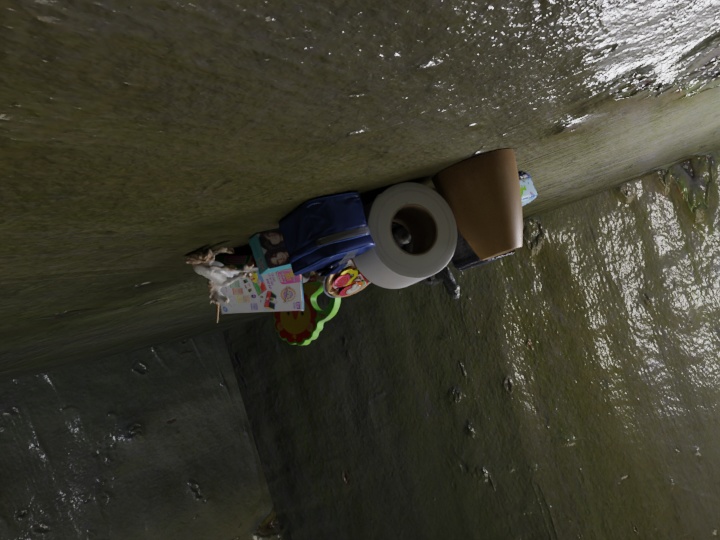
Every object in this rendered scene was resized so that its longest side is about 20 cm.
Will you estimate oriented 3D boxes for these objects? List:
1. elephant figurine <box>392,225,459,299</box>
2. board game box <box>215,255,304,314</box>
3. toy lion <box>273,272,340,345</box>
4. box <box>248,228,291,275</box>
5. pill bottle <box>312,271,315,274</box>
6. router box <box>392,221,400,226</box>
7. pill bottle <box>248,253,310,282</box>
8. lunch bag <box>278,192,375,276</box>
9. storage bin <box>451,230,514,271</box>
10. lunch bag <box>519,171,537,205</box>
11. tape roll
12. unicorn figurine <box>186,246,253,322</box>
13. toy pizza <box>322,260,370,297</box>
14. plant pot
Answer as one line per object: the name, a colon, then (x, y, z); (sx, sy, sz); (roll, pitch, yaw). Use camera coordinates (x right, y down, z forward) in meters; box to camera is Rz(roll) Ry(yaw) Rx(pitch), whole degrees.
elephant figurine: (0.147, -0.023, 1.633); (0.140, 0.202, 0.155); (-16, -171, 6)
board game box: (-0.232, 0.033, 1.555); (0.197, 0.041, 0.154); (-2, 134, -3)
toy lion: (-0.136, 0.090, 1.696); (0.198, 0.194, 0.068); (-9, 171, 31)
box: (-0.138, -0.055, 1.475); (0.198, 0.083, 0.049); (-16, 173, -33)
pill bottle: (-0.051, -0.019, 1.806); (0.109, 0.111, 0.199); (-16, -172, -25)
router box: (0.001, -0.102, 1.587); (0.148, 0.052, 0.200); (-17, 179, -20)
pill bottle: (-0.232, 0.007, 1.637); (0.198, 0.114, 0.112); (-20, 175, 15)
lunch bag: (-0.072, -0.060, 1.348); (0.135, 0.134, 0.200); (-13, 173, -31)
storage bin: (0.270, -0.114, 1.600); (0.134, 0.202, 0.093); (-14, 174, -37)
lunch bag: (0.354, -0.190, 1.783); (0.160, 0.083, 0.199); (-15, 175, -41)
tape roll: (0.089, -0.071, 1.428); (0.201, 0.205, 0.139); (-16, 176, -20)
unicorn figurine: (-0.303, 0.011, 1.453); (0.136, 0.074, 0.201); (-15, 134, 21)
toy pizza: (0.000, 0.000, 1.589); (0.199, 0.032, 0.201); (-29, 151, -18)
plant pot: (0.273, -0.132, 1.441); (0.184, 0.202, 0.186); (-19, 175, -2)
